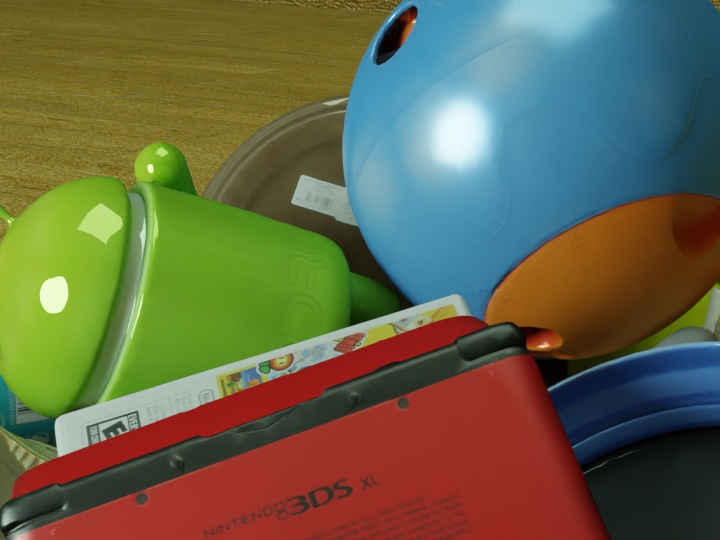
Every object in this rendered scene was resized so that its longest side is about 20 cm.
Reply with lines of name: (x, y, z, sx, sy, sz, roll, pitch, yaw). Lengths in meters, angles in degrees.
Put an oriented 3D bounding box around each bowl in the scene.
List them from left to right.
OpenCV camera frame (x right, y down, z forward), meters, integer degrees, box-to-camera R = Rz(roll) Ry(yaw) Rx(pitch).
bowl: (0.117, 0.108, 0.871, 0.200, 0.039, 0.201, -15, 36, 11)

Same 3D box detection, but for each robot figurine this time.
robot figurine: (-0.083, 0.024, 1.073, 0.199, 0.176, 0.116, 15, -34, -19)

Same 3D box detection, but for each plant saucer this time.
plant saucer: (0.000, 0.000, 1.211, 0.199, 0.201, 0.029, 3, -13, 10)

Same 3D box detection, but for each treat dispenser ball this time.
treat dispenser ball: (0.091, -0.058, 1.095, 0.200, 0.202, 0.201, 0, 12, 0)

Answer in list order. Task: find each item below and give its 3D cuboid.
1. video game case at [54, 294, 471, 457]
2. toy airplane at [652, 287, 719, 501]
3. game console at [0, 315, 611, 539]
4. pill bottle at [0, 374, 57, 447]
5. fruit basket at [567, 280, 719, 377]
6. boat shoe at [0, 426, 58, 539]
video game case: (-0.023, 0.096, 0.898, 0.181, 0.023, 0.200, -17, 34, -1)
toy airplane: (0.196, 0.074, 0.995, 0.199, 0.142, 0.199, 1, 13, 3)
game console: (-0.022, 0.100, 0.858, 0.199, 0.173, 0.119, -20, -24, -5)
pill bottle: (-0.231, 0.061, 1.114, 0.199, 0.111, 0.111, -7, 14, -32)
fruit basket: (0.152, 0.023, 1.283, 0.215, 0.216, 0.156, -3, -22, -17)
boat shoe: (-0.137, 0.111, 1.012, 0.200, 0.073, 0.063, 5, -22, 31)
